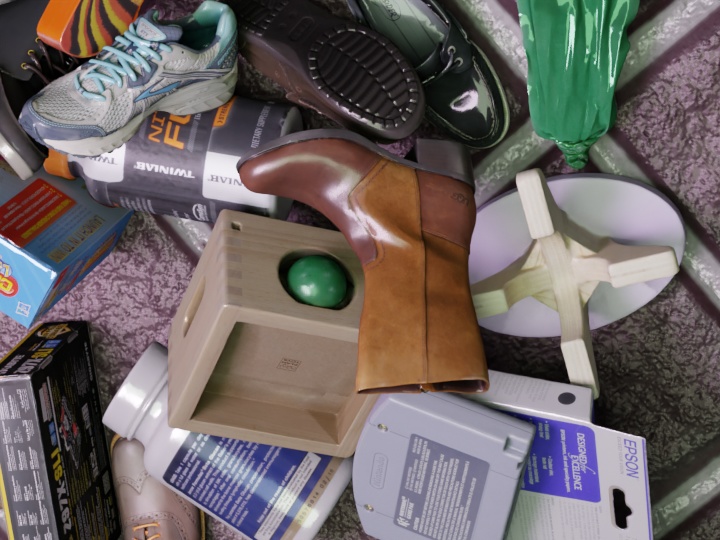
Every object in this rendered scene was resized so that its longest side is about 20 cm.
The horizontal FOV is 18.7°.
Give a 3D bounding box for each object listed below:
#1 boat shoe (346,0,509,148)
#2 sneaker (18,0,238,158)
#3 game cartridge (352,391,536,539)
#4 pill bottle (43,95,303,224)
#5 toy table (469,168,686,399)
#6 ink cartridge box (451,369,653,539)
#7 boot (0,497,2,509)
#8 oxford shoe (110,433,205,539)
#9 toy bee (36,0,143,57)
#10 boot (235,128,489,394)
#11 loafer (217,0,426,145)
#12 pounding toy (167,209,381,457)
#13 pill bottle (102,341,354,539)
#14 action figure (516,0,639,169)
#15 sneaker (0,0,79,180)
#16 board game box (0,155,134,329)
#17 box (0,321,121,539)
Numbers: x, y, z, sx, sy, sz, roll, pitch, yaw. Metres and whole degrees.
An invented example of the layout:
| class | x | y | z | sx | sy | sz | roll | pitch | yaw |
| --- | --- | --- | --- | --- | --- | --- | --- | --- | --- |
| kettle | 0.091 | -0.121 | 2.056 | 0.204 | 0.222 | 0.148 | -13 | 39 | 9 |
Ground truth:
| class | x | y | z | sx | sy | sz | roll | pitch | yaw |
| --- | --- | --- | --- | --- | --- | --- | --- | --- | --- |
| boat shoe | 0.047 | -0.176 | 1.719 | 0.074 | 0.066 | 0.200 | -28 | 98 | 16 |
| sneaker | -0.175 | -0.156 | 1.660 | 0.078 | 0.200 | 0.087 | 42 | 138 | 25 |
| game cartridge | 0.061 | 0.161 | 1.721 | 0.133 | 0.042 | 0.200 | 24 | 143 | 11 |
| pill bottle | -0.153 | -0.096 | 1.758 | 0.199 | 0.106 | 0.107 | 10 | 106 | 8 |
| toy table | 0.157 | 0.001 | 1.720 | 0.199 | 0.117 | 0.184 | -25 | 99 | 15 |
| ink cartridge box | 0.142 | 0.162 | 1.736 | 0.199 | 0.043 | 0.199 | 12 | 140 | 21 |
| boot | -0.337 | 0.099 | 1.867 | 0.186 | 0.064 | 0.200 | -40 | 91 | 31 |
| oxford shoe | -0.169 | 0.231 | 1.866 | 0.071 | 0.073 | 0.201 | -17 | 101 | 15 |
| toy bee | -0.168 | -0.253 | 1.691 | 0.200 | 0.108 | 0.131 | -54 | 48 | 21 |
| boot | 0.000 | 0.000 | 1.639 | 0.187 | 0.068 | 0.201 | 5 | 68 | -16 |
| loafer | -0.026 | -0.160 | 1.720 | 0.200 | 0.071 | 0.073 | 39 | 70 | 25 |
| pounding toy | -0.038 | 0.026 | 1.729 | 0.183 | 0.143 | 0.200 | 11 | 136 | -17 |
| pill bottle | -0.110 | 0.147 | 1.812 | 0.200 | 0.111 | 0.111 | 33 | 108 | 0 |
| action figure | 0.166 | -0.173 | 1.701 | 0.117 | 0.055 | 0.201 | -2 | 113 | 1 |
| sneaker | -0.254 | -0.161 | 1.717 | 0.106 | 0.200 | 0.075 | -28 | 134 | 6 |
| board game box | -0.300 | -0.058 | 1.748 | 0.195 | 0.200 | 0.056 | 33 | 112 | 2 |
| box | -0.255 | 0.158 | 1.818 | 0.049 | 0.160 | 0.201 | -4 | 105 | 13 |
